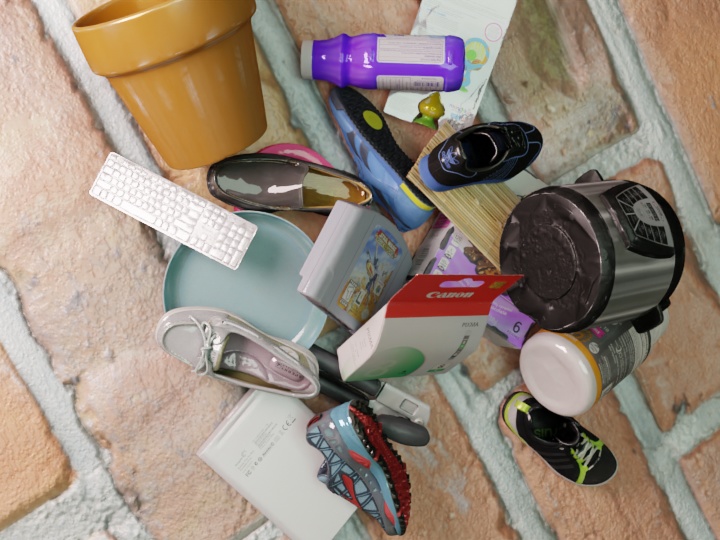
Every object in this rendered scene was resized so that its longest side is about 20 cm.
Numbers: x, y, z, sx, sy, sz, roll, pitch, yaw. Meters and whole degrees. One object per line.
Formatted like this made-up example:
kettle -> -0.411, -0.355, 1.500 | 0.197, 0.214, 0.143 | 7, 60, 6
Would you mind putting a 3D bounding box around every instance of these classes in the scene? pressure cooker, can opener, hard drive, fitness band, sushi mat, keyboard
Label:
pressure cooker -> 0.287, -0.023, 1.287 | 0.198, 0.178, 0.178 | -7, 112, -38
can opener -> 0.003, 0.156, 1.322 | 0.199, 0.067, 0.054 | 29, 101, -17
hard drive -> -0.086, 0.240, 1.318 | 0.200, 0.026, 0.132 | 45, 77, -15
fitness band -> -0.069, -0.063, 1.313 | 0.200, 0.037, 0.144 | 44, 77, -16
sushi mat -> 0.146, -0.083, 1.317 | 0.200, 0.012, 0.096 | 44, 67, -15
keyboard -> -0.216, -0.069, 1.231 | 0.198, 0.011, 0.057 | 27, 79, 8

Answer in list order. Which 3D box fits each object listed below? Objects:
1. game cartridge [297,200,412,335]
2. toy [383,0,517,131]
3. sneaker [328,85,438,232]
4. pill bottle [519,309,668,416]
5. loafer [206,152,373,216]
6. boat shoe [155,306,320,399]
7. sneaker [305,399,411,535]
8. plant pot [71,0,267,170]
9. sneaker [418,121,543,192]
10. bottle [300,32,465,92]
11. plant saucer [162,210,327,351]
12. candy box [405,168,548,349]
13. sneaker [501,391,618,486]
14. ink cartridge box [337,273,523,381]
game cartridge -> 0.000, 0.000, 1.273 | 0.134, 0.041, 0.200 | -59, 151, -6
toy -> 0.113, -0.277, 1.364 | 0.114, 0.047, 0.202 | 19, 92, -8
sneaker -> 0.014, -0.135, 1.327 | 0.201, 0.078, 0.066 | 53, 40, 4
pill bottle -> 0.307, 0.093, 1.388 | 0.199, 0.116, 0.117 | -32, 102, -35
loafer -> -0.079, -0.102, 1.254 | 0.198, 0.072, 0.074 | 2, 89, -21
boat shoe -> -0.140, 0.099, 1.242 | 0.200, 0.065, 0.075 | 23, 100, -12
sneaker -> -0.003, 0.243, 1.306 | 0.095, 0.080, 0.201 | -15, 115, 22
plant pot -> -0.193, -0.222, 1.196 | 0.199, 0.200, 0.185 | -28, 115, -17
sneaker -> 0.163, -0.144, 1.282 | 0.199, 0.078, 0.071 | -23, 87, -37
bottle -> 0.027, -0.254, 1.301 | 0.197, 0.084, 0.066 | 2, 90, 3
plant saucer -> -0.135, 0.026, 1.273 | 0.197, 0.027, 0.203 | -2, 104, -8
candy box -> 0.176, -0.029, 1.381 | 0.167, 0.071, 0.201 | 33, 80, -17
sneaker -> 0.270, 0.231, 1.413 | 0.199, 0.083, 0.072 | 33, 81, -17
ink cartridge box -> 0.085, 0.070, 1.272 | 0.159, 0.200, 0.051 | 0, 64, -33
